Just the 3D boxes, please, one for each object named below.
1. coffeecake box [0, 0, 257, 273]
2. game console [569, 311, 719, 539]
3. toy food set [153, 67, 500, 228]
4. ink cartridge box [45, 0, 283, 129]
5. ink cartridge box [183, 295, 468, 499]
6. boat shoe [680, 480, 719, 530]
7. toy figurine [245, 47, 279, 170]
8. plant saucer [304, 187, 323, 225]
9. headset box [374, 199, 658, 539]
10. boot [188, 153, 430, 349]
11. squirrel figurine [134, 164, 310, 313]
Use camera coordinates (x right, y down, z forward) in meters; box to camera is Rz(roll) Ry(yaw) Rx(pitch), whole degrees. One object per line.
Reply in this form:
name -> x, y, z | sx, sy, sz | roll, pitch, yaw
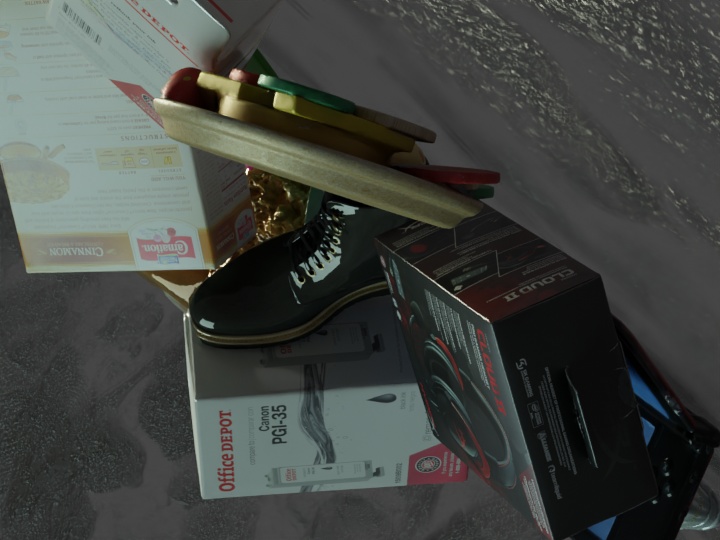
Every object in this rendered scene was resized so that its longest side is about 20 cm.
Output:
coffeecake box -> -0.168, -0.103, 1.442 | 0.073, 0.153, 0.200 | -45, -51, -58
game console -> 0.125, 0.083, 1.371 | 0.119, 0.173, 0.200 | 14, -165, -32
toy food set -> -0.017, -0.070, 1.186 | 0.200, 0.049, 0.198 | 18, -179, -38
ink cartridge box -> -0.114, -0.163, 1.249 | 0.116, 0.068, 0.200 | 43, 162, -2
ink cartridge box -> -0.022, 0.090, 1.520 | 0.147, 0.200, 0.083 | 92, 173, -54
boat shoe -> 0.216, 0.165, 1.710 | 0.065, 0.075, 0.202 | 20, 180, -24
toy figurine -> -0.157, -0.103, 1.541 | 0.200, 0.184, 0.150 | 50, -170, -32
plant saucer -> 0.000, 0.000, 1.629 | 0.036, 0.200, 0.200 | 0, 163, 15
headset box -> 0.094, 0.057, 1.255 | 0.200, 0.075, 0.149 | 39, 149, 62
boot -> -0.032, -0.021, 1.404 | 0.138, 0.200, 0.078 | 61, -172, -67
squirrel figurine -> -0.070, -0.034, 1.680 | 0.142, 0.187, 0.200 | 43, 171, -23
